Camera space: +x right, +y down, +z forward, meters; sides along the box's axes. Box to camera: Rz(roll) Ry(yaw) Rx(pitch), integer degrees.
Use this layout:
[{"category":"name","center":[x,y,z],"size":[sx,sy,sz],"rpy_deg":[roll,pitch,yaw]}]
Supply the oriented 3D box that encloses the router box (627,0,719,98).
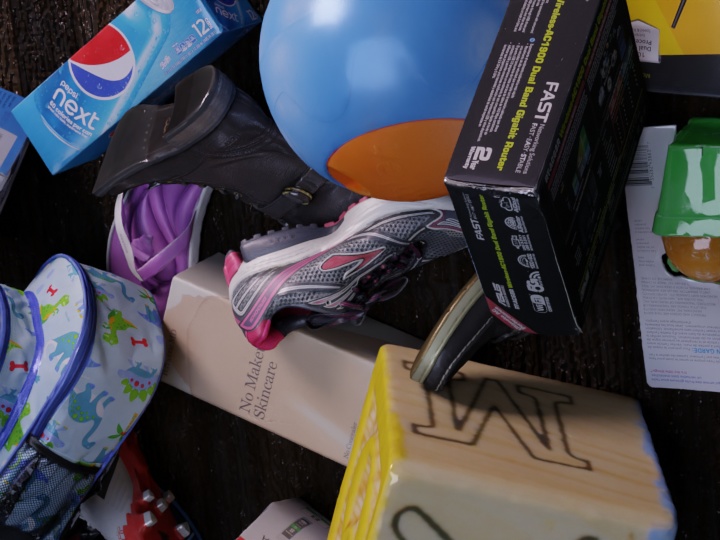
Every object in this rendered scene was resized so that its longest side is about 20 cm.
[{"category":"router box","center":[0.264,-0.190,1.295],"size":[0.198,0.051,0.151],"rpy_deg":[7,109,24]}]

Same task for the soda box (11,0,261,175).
[{"category":"soda box","center":[-0.175,-0.158,1.507],"size":[0.200,0.068,0.064],"rpy_deg":[-36,87,29]}]

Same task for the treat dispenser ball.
[{"category":"treat dispenser ball","center":[0.030,-0.148,1.336],"size":[0.199,0.201,0.203],"rpy_deg":[7,107,24]}]

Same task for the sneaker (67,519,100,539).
[{"category":"sneaker","center":[-0.287,0.206,1.659],"size":[0.097,0.071,0.202],"rpy_deg":[-22,92,28]}]

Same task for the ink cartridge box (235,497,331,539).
[{"category":"ink cartridge box","center":[-0.023,0.240,1.469],"size":[0.160,0.200,0.050],"rpy_deg":[37,94,12]}]

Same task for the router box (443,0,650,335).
[{"category":"router box","center":[0.123,-0.083,1.233],"size":[0.062,0.201,0.150],"rpy_deg":[7,146,22]}]

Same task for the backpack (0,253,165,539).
[{"category":"backpack","center":[-0.249,0.090,1.497],"size":[0.146,0.183,0.200],"rpy_deg":[30,107,-31]}]

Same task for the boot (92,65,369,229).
[{"category":"boot","center":[-0.091,-0.065,1.461],"size":[0.173,0.070,0.199],"rpy_deg":[31,147,-28]}]

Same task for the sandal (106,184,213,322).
[{"category":"sandal","center":[-0.164,-0.042,1.543],"size":[0.082,0.050,0.204],"rpy_deg":[26,114,18]}]

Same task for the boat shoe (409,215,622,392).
[{"category":"boat shoe","center":[0.113,0.013,1.362],"size":[0.066,0.201,0.072],"rpy_deg":[39,158,4]}]

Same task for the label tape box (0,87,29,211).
[{"category":"label tape box","center":[-0.330,-0.035,1.568],"size":[0.063,0.145,0.201],"rpy_deg":[24,115,-8]}]

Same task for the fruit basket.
[{"category":"fruit basket","center":[0.277,-0.008,1.335],"size":[0.184,0.094,0.201],"rpy_deg":[1,120,26]}]

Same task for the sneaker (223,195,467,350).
[{"category":"sneaker","center":[0.000,0.000,1.434],"size":[0.199,0.081,0.075],"rpy_deg":[-20,60,11]}]

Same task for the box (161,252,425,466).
[{"category":"box","center":[-0.053,0.070,1.505],"size":[0.199,0.078,0.096],"rpy_deg":[21,112,19]}]

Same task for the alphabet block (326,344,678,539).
[{"category":"alphabet block","center":[0.089,0.191,1.368],"size":[0.198,0.197,0.197],"rpy_deg":[13,110,-7]}]

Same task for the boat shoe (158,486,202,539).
[{"category":"boat shoe","center":[-0.156,0.270,1.613],"size":[0.084,0.069,0.201],"rpy_deg":[-30,87,29]}]

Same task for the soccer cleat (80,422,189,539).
[{"category":"soccer cleat","center":[-0.201,0.188,1.581],"size":[0.085,0.069,0.201],"rpy_deg":[-34,61,16]}]
